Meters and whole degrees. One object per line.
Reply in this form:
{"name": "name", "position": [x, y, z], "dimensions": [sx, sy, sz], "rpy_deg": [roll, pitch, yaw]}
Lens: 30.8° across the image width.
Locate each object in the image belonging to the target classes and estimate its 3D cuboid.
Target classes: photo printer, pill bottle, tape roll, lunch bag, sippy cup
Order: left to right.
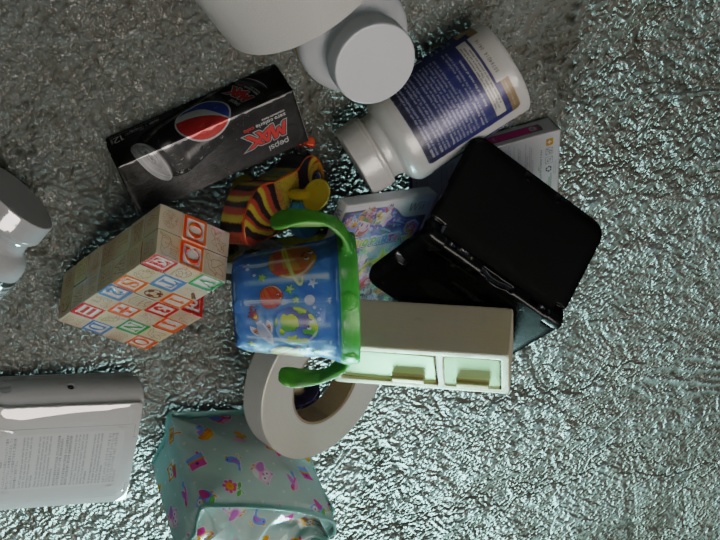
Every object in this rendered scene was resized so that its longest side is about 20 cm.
{"name": "pill bottle", "position": [-0.409, -0.005, 1.310], "dimensions": [0.200, 0.116, 0.116], "rpy_deg": [-46, 130, 10]}
{"name": "photo printer", "position": [-0.359, 0.197, 1.509], "dimensions": [0.198, 0.070, 0.168], "rpy_deg": [-1, 124, -24]}
{"name": "lunch bag", "position": [-0.138, 0.262, 1.596], "dimensions": [0.198, 0.171, 0.123], "rpy_deg": [5, 127, -30]}
{"name": "tape roll", "position": [-0.081, -0.317, 1.185], "dimensions": [0.202, 0.203, 0.139], "rpy_deg": [-37, 132, 4]}
{"name": "sippy cup", "position": [-0.067, 0.031, 1.346], "dimensions": [0.128, 0.140, 0.180], "rpy_deg": [-3, 86, -2]}
{"name": "tape roll", "position": [-0.052, 0.127, 1.561], "dimensions": [0.202, 0.037, 0.205], "rpy_deg": [-24, 126, -37]}
{"name": "pill bottle", "position": [-0.021, -0.244, 1.267], "dimensions": [0.111, 0.201, 0.113], "rpy_deg": [-13, 129, -17]}
{"name": "pill bottle", "position": [0.076, -0.171, 1.425], "dimensions": [0.199, 0.111, 0.111], "rpy_deg": [-33, 131, -1]}

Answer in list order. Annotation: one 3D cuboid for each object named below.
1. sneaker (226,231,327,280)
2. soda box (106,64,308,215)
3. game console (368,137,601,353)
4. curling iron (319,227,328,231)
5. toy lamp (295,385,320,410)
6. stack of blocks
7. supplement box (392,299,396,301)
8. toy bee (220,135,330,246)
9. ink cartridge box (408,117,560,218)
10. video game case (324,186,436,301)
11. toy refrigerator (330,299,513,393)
{"name": "sneaker", "position": [-0.101, 0.007, 1.476], "dimensions": [0.197, 0.075, 0.085], "rpy_deg": [2, 123, -10]}
{"name": "soda box", "position": [-0.159, -0.137, 1.368], "dimensions": [0.198, 0.063, 0.071], "rpy_deg": [-25, 131, -8]}
{"name": "game console", "position": [0.139, -0.017, 1.457], "dimensions": [0.199, 0.117, 0.175], "rpy_deg": [33, 137, -21]}
{"name": "curling iron", "position": [-0.037, 0.027, 1.569], "dimensions": [0.049, 0.026, 0.202], "rpy_deg": [-17, 129, -10]}
{"name": "toy lamp", "position": [-0.085, 0.109, 1.586], "dimensions": [0.058, 0.058, 0.202], "rpy_deg": [-19, 130, -11]}
{"name": "stack of blocks", "position": [-0.219, 0.011, 1.384], "dimensions": [0.114, 0.059, 0.199], "rpy_deg": [22, 145, -34]}
{"name": "supplement box", "position": [0.131, 0.011, 1.536], "dimensions": [0.101, 0.104, 0.200], "rpy_deg": [35, 108, -23]}
{"name": "toy bee", "position": [-0.083, -0.090, 1.426], "dimensions": [0.129, 0.200, 0.110], "rpy_deg": [1, 99, 15]}
{"name": "ink cartridge box", "position": [0.144, -0.110, 1.552], "dimensions": [0.198, 0.037, 0.096], "rpy_deg": [-18, 130, -16]}
{"name": "video game case", "position": [0.000, 0.000, 1.467], "dimensions": [0.142, 0.018, 0.202], "rpy_deg": [-10, 132, -43]}
{"name": "toy refrigerator", "position": [0.068, 0.085, 1.442], "dimensions": [0.197, 0.071, 0.076], "rpy_deg": [3, 143, 9]}
